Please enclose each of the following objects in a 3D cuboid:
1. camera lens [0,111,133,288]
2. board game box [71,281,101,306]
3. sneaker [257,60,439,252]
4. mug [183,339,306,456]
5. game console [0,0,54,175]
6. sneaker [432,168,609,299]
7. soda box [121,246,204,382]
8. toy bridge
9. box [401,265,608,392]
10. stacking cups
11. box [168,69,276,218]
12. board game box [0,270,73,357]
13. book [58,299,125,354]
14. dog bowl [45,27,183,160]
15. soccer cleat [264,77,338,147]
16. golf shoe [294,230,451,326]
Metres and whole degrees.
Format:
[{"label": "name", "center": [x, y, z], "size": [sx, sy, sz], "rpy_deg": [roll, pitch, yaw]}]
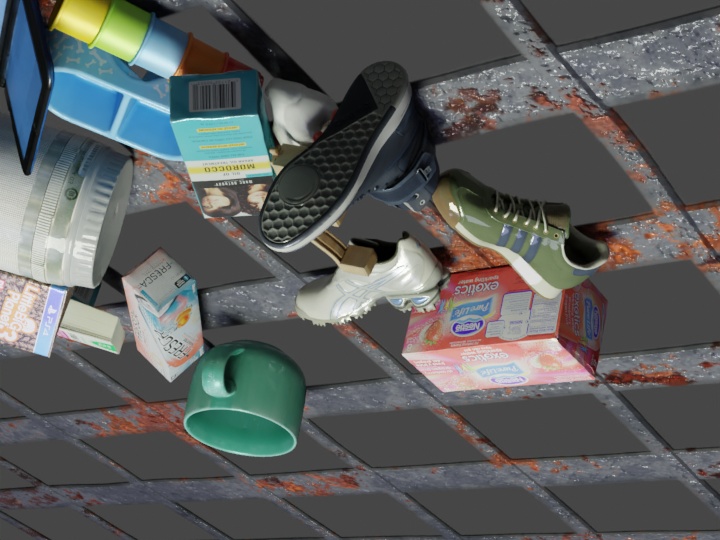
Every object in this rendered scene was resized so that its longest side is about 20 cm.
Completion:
[{"label": "camera lens", "center": [-0.356, -0.078, 1.513], "size": [0.199, 0.161, 0.160], "rpy_deg": [16, 151, -1]}, {"label": "board game box", "center": [-0.452, 0.013, 1.836], "size": [0.199, 0.047, 0.151], "rpy_deg": [-13, 140, 42]}, {"label": "sneaker", "center": [-0.003, -0.072, 1.322], "size": [0.077, 0.203, 0.146], "rpy_deg": [30, 164, 30]}, {"label": "mug", "center": [-0.142, 0.153, 1.853], "size": [0.151, 0.115, 0.185], "rpy_deg": [16, 150, -11]}, {"label": "game console", "center": [-0.359, -0.205, 1.337], "size": [0.170, 0.119, 0.200], "rpy_deg": [21, 150, -10]}, {"label": "sneaker", "center": [0.166, -0.049, 1.416], "size": [0.090, 0.067, 0.200], "rpy_deg": [-26, 130, 37]}, {"label": "soda box", "center": [-0.241, 0.057, 1.771], "size": [0.068, 0.064, 0.200], "rpy_deg": [41, 157, 19]}, {"label": "toy bridge", "center": [-0.047, -0.061, 1.397], "size": [0.067, 0.027, 0.200], "rpy_deg": [11, 154, 29]}, {"label": "box", "center": [0.158, 0.063, 1.570], "size": [0.199, 0.103, 0.095], "rpy_deg": [-9, 143, 36]}, {"label": "stacking cups", "center": [-0.183, -0.209, 1.319], "size": [0.199, 0.061, 0.060], "rpy_deg": [21, 151, -22]}, {"label": "box", "center": [-0.125, -0.115, 1.356], "size": [0.082, 0.049, 0.200], "rpy_deg": [-4, 156, 2]}, {"label": "board game box", "center": [-0.421, -0.011, 1.630], "size": [0.199, 0.160, 0.097], "rpy_deg": [17, 122, -9]}, {"label": "book", "center": [-0.391, 0.051, 1.763], "size": [0.199, 0.048, 0.134], "rpy_deg": [17, 168, -2]}, {"label": "dog bowl", "center": [-0.229, -0.169, 1.406], "size": [0.199, 0.050, 0.112], "rpy_deg": [22, 151, -11]}, {"label": "soccer cleat", "center": [-0.043, -0.121, 1.395], "size": [0.077, 0.069, 0.200], "rpy_deg": [37, 165, 22]}, {"label": "golf shoe", "center": [0.000, 0.000, 1.589], "size": [0.199, 0.079, 0.097], "rpy_deg": [-13, 124, 32]}]
